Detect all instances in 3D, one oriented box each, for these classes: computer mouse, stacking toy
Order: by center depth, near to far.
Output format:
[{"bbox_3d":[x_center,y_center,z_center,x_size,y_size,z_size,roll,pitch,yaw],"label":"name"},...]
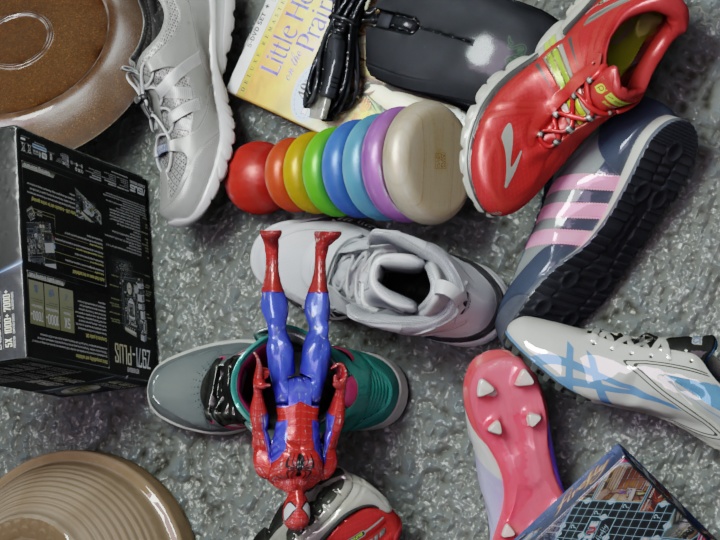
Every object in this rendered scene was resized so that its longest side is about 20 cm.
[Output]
[{"bbox_3d":[0.056,-0.157,1.442,0.199,0.053,0.139,15,86,20],"label":"computer mouse"},{"bbox_3d":[-0.020,-0.073,1.458,0.200,0.085,0.086,0,81,42],"label":"stacking toy"}]

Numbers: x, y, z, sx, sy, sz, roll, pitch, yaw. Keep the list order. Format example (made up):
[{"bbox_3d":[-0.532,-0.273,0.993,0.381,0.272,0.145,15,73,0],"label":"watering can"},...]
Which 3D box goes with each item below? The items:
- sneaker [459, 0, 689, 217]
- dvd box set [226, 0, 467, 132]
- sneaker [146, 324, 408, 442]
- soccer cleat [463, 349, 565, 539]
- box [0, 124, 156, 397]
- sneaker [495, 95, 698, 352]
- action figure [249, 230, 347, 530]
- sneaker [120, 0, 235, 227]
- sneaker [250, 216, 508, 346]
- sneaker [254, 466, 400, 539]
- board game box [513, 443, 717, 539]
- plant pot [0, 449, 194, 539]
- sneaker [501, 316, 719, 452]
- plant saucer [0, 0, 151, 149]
[{"bbox_3d":[0.143,-0.119,1.367,0.200,0.077,0.085,-52,30,-7],"label":"sneaker"},{"bbox_3d":[0.016,-0.157,1.501,0.200,0.029,0.147,27,92,21],"label":"dvd box set"},{"bbox_3d":[-0.078,0.084,1.451,0.199,0.121,0.084,-2,81,20],"label":"sneaker"},{"bbox_3d":[0.109,0.152,1.410,0.066,0.076,0.201,-11,96,-2],"label":"soccer cleat"},{"bbox_3d":[-0.231,-0.001,1.478,0.086,0.200,0.164,-8,80,20],"label":"box"},{"bbox_3d":[0.149,-0.035,1.425,0.200,0.070,0.082,-53,47,7],"label":"sneaker"},{"bbox_3d":[-0.043,0.073,1.372,0.065,0.052,0.201,0,91,-15],"label":"action figure"},{"bbox_3d":[-0.143,-0.129,1.515,0.075,0.082,0.201,-26,61,57],"label":"sneaker"},{"bbox_3d":[0.000,0.000,1.438,0.199,0.115,0.075,15,87,22],"label":"sneaker"},{"bbox_3d":[-0.047,0.229,1.439,0.085,0.077,0.200,36,112,-16],"label":"sneaker"},{"bbox_3d":[0.147,0.231,1.362,0.200,0.035,0.135,-44,98,9],"label":"board game box"},{"bbox_3d":[-0.225,0.229,1.500,0.200,0.093,0.202,-4,80,20],"label":"plant pot"},{"bbox_3d":[0.194,0.065,1.370,0.199,0.072,0.073,20,102,8],"label":"sneaker"},{"bbox_3d":[-0.256,-0.167,1.557,0.200,0.032,0.201,-6,56,9],"label":"plant saucer"}]
